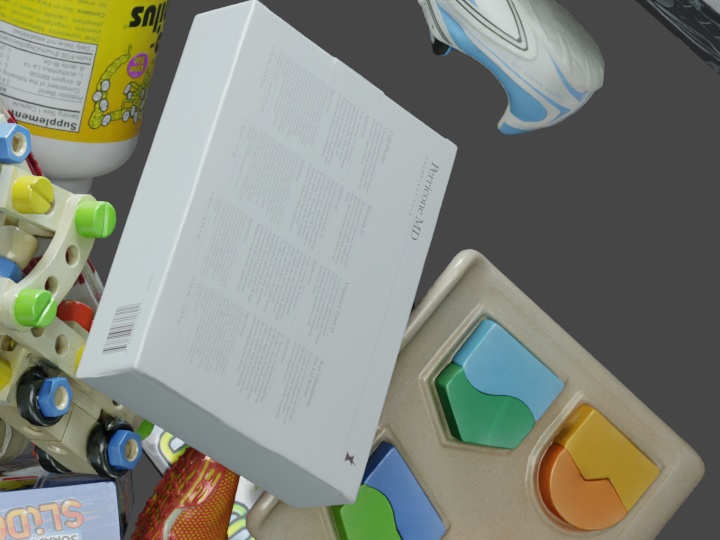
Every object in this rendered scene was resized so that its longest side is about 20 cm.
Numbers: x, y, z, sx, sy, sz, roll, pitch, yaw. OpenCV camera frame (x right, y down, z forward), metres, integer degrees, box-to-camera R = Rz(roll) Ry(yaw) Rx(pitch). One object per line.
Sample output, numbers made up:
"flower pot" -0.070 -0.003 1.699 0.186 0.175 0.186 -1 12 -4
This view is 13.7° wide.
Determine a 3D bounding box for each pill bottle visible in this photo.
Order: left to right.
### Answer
"pill bottle" -0.154 -0.117 1.521 0.104 0.104 0.200 13 109 -2

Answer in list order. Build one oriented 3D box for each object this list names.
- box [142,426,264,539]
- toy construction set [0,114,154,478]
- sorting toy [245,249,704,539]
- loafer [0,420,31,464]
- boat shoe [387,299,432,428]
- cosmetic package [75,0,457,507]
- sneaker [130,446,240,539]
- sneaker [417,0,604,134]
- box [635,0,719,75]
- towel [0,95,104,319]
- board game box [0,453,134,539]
"box" -0.056 0.082 1.578 0.110 0.035 0.200 -36 93 1
"toy construction set" -0.132 0.025 1.459 0.200 0.092 0.131 34 63 -37
"sorting toy" 0.065 0.117 1.540 0.200 0.036 0.185 42 83 -24
"loafer" -0.251 0.039 1.501 0.200 0.068 0.076 40 122 -13
"boat shoe" 0.000 0.000 1.556 0.065 0.073 0.200 -38 97 0
"cosmetic package" -0.041 -0.006 1.451 0.151 0.052 0.200 33 62 -34
"sneaker" -0.090 0.170 1.550 0.077 0.073 0.200 17 120 -3
"sneaker" 0.047 -0.159 1.555 0.072 0.072 0.200 -35 87 20
"box" 0.181 -0.184 1.489 0.197 0.200 0.124 42 92 -3
"towel" -0.207 0.001 1.521 0.144 0.023 0.200 -16 117 21
"board game box" -0.218 0.122 1.526 0.200 0.135 0.035 -5 95 -1
